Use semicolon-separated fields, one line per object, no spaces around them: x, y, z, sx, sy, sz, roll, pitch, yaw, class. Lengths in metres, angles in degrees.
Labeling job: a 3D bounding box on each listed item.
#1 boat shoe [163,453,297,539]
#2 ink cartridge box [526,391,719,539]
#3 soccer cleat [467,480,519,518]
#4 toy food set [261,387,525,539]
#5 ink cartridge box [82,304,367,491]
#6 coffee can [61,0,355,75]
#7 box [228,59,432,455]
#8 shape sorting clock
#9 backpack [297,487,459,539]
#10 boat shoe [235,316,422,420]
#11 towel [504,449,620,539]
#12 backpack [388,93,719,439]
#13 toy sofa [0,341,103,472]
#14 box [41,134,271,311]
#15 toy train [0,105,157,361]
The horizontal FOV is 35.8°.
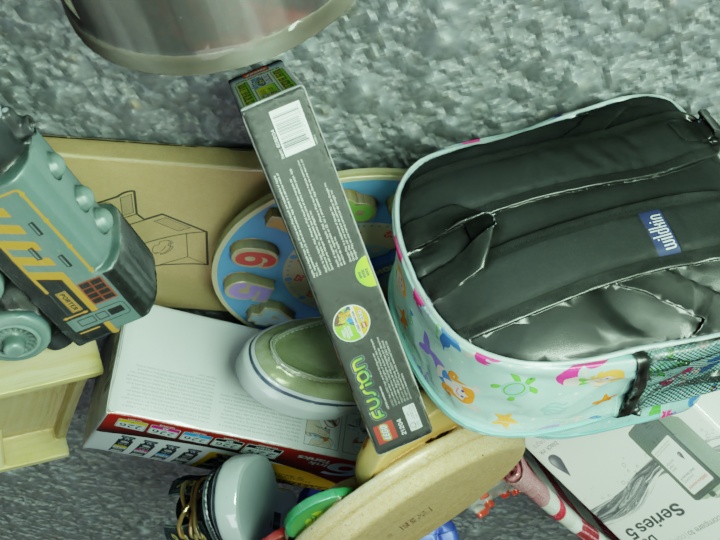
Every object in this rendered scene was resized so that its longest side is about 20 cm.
-0.105;0.176;0.802;0.090;0.072;0.201;3;160;7;boat shoe
0.214;0.113;0.793;0.200;0.084;0.146;44;136;2;ink cartridge box
0.102;0.163;0.967;0.069;0.078;0.200;-32;159;-1;soccer cleat
0.024;0.145;0.735;0.197;0.049;0.200;-39;159;13;toy food set
-0.099;0.105;0.838;0.198;0.085;0.176;14;158;-16;ink cartridge box
-0.077;-0.196;0.410;0.145;0.148;0.201;-5;143;9;coffee can
-0.018;-0.010;0.617;0.034;0.110;0.202;-22;109;-3;box
0.000;0.000;0.744;0.198;0.040;0.201;-8;148;-5;shape sorting clock
0.014;0.238;0.985;0.160;0.170;0.200;3;177;1;backpack
0.013;0.053;0.746;0.198;0.072;0.062;0;143;-32;boat shoe
0.158;0.169;0.887;0.023;0.144;0.200;-45;120;9;towel
0.114;0.005;0.627;0.198;0.179;0.151;-11;143;-16;backpack
-0.257;0.075;0.836;0.082;0.098;0.200;-10;157;-27;toy sofa
-0.158;-0.027;0.747;0.198;0.021;0.164;3;144;-4;box
-0.208;-0.024;0.671;0.113;0.086;0.201;-21;138;8;toy train
